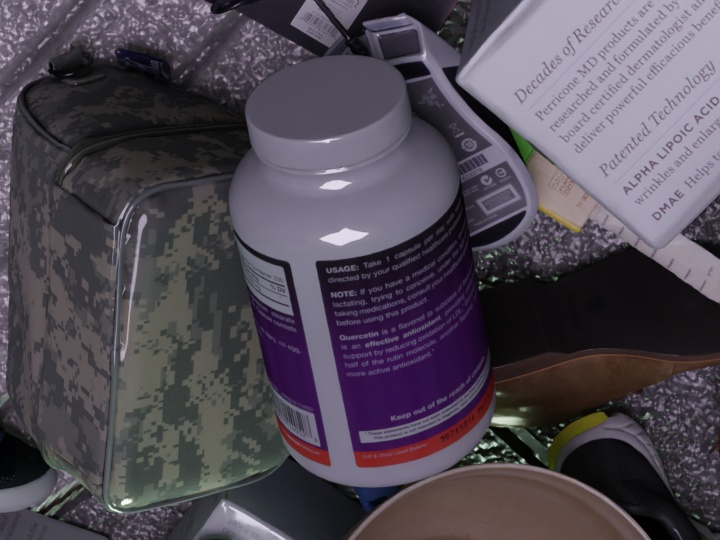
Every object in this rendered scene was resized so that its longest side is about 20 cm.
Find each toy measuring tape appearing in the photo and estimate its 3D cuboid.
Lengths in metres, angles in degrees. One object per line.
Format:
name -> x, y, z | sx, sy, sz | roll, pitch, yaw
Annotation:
toy measuring tape -> 0.120, -0.049, 1.333 | 0.200, 0.074, 0.074 | 32, 111, 0

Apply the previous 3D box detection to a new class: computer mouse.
computer mouse -> 0.018, -0.093, 1.267 | 0.110, 0.044, 0.200 | -25, 116, 25

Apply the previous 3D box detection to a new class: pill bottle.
pill bottle -> 0.000, 0.000, 1.240 | 0.112, 0.113, 0.200 | -5, 125, 8

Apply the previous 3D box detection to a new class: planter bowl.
planter bowl -> 0.057, 0.200, 1.325 | 0.200, 0.135, 0.201 | 1, 85, -12

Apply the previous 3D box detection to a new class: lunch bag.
lunch bag -> -0.119, 0.001, 1.336 | 0.139, 0.168, 0.200 | -14, 121, -37

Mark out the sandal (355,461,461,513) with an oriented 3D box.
sandal -> 0.001, 0.061, 1.396 | 0.087, 0.079, 0.200 | -4, 109, 24

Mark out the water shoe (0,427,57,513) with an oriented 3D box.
water shoe -> -0.260, 0.073, 1.422 | 0.200, 0.072, 0.079 | 19, 110, -3

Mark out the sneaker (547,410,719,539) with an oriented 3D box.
sneaker -> 0.167, 0.171, 1.404 | 0.074, 0.085, 0.200 | -33, 116, 17

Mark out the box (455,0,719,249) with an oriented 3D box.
box -> 0.160, -0.149, 1.222 | 0.131, 0.199, 0.200 | 40, 111, -10

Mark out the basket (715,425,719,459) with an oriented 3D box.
basket -> 0.297, 0.126, 1.324 | 0.200, 0.149, 0.143 | 23, 113, -22

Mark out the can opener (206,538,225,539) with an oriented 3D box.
can opener -> -0.078, 0.244, 1.390 | 0.066, 0.053, 0.200 | -7, 112, 7

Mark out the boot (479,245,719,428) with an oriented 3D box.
boot -> 0.142, 0.039, 1.385 | 0.200, 0.074, 0.076 | -9, 141, 4

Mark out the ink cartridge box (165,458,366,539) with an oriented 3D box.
ink cartridge box -> -0.065, 0.218, 1.454 | 0.145, 0.088, 0.200 | 33, 113, -9

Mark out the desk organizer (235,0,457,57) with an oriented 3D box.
desk organizer -> -0.048, -0.178, 1.295 | 0.200, 0.077, 0.072 | 29, 120, -10

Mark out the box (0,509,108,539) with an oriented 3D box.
box -> -0.260, 0.195, 1.427 | 0.200, 0.152, 0.106 | 19, 113, -2
